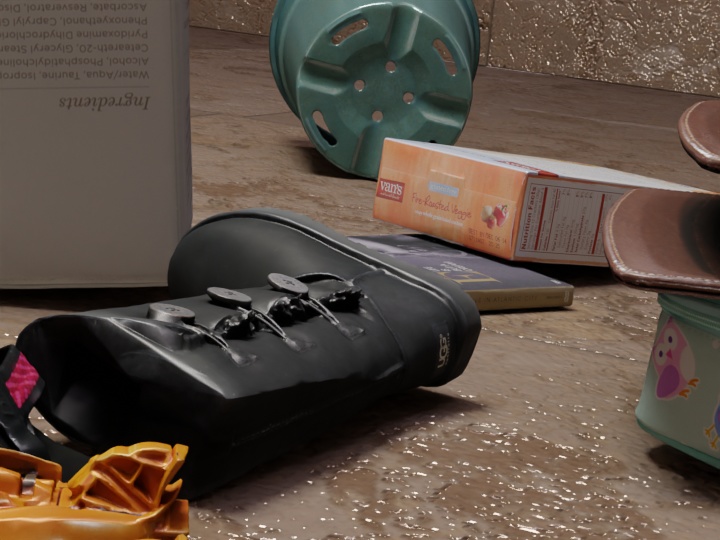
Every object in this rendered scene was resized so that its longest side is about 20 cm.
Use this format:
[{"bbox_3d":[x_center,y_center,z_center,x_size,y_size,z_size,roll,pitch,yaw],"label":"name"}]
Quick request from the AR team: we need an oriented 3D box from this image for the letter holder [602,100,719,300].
[{"bbox_3d":[0.174,-0.055,0.663,0.140,0.102,0.200,4,13,10],"label":"letter holder"}]

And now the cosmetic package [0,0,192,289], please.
[{"bbox_3d":[-0.171,-0.105,0.838,0.164,0.203,0.167,-1,12,-5],"label":"cosmetic package"}]

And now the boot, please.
[{"bbox_3d":[-0.065,0.026,0.651,0.163,0.067,0.199,11,16,30],"label":"boot"}]

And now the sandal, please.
[{"bbox_3d":[-0.143,0.044,0.541,0.074,0.046,0.199,-2,14,-36],"label":"sandal"}]

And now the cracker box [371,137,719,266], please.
[{"bbox_3d":[0.124,-0.041,1.047,0.198,0.058,0.133,4,10,-40],"label":"cracker box"}]

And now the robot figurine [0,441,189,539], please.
[{"bbox_3d":[-0.138,0.071,0.374,0.197,0.059,0.145,5,10,-9],"label":"robot figurine"}]

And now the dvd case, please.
[{"bbox_3d":[0.000,0.000,0.914,0.198,0.016,0.148,-2,14,-34],"label":"dvd case"}]

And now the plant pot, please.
[{"bbox_3d":[0.016,-0.177,1.399,0.197,0.203,0.196,5,19,-3],"label":"plant pot"}]

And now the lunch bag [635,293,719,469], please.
[{"bbox_3d":[0.226,0.045,0.649,0.198,0.078,0.160,-3,14,-39],"label":"lunch bag"}]
